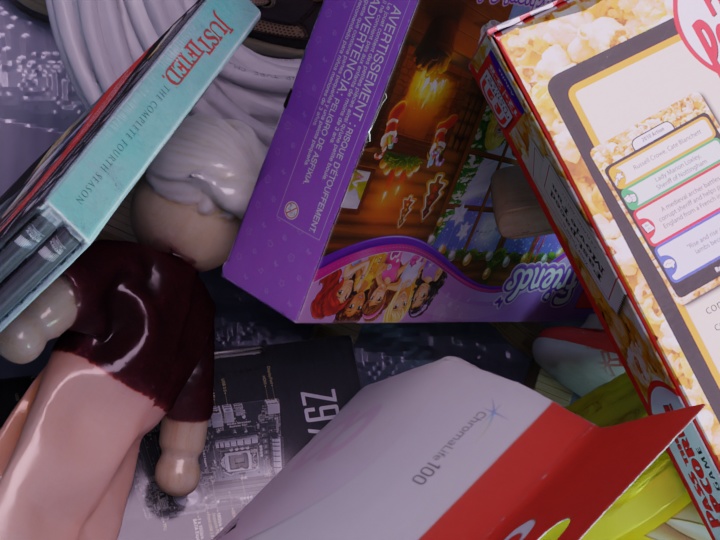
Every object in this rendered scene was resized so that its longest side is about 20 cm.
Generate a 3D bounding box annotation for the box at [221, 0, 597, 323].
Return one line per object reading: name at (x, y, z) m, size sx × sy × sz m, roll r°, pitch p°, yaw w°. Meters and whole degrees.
box at (0.049, -0.050, 0.778) m, size 0.039 × 0.137 × 0.200 m, roll 31°, pitch 18°, yaw 33°

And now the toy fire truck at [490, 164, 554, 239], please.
toy fire truck at (0.149, -0.021, 0.787) m, size 0.200 × 0.176 × 0.129 m, roll 35°, pitch 93°, yaw -17°

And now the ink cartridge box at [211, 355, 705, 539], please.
ink cartridge box at (-0.003, 0.089, 0.690) m, size 0.057 × 0.200 × 0.163 m, roll 47°, pitch 67°, yaw -2°

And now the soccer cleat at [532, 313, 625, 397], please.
soccer cleat at (0.149, 0.079, 0.842) m, size 0.200 × 0.069 × 0.085 m, roll 24°, pitch 84°, yaw -19°

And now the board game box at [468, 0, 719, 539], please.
board game box at (0.146, -0.013, 0.680) m, size 0.151 × 0.046 × 0.200 m, roll -25°, pitch 84°, yaw -8°

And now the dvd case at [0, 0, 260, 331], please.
dvd case at (-0.120, -0.001, 0.723) m, size 0.022 × 0.200 × 0.146 m, roll 44°, pitch 36°, yaw -11°

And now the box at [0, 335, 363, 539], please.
box at (-0.063, 0.131, 0.794) m, size 0.160 × 0.044 × 0.200 m, roll -7°, pitch 72°, yaw -16°

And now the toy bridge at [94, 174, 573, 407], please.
toy bridge at (0.000, 0.000, 0.867) m, size 0.200 × 0.027 × 0.067 m, roll 22°, pitch 65°, yaw -5°

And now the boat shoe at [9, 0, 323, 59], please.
boat shoe at (-0.044, -0.129, 0.879) m, size 0.200 × 0.073 × 0.075 m, roll -2°, pitch 71°, yaw -14°

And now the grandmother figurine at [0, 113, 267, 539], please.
grandmother figurine at (-0.085, 0.035, 0.738) m, size 0.060 × 0.121 × 0.200 m, roll 20°, pitch 74°, yaw 21°

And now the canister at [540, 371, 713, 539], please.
canister at (0.123, 0.139, 0.764) m, size 0.200 × 0.148 × 0.087 m, roll 51°, pitch 44°, yaw -3°

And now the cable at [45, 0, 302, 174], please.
cable at (-0.022, -0.115, 0.816) m, size 0.200 × 0.069 × 0.200 m, roll 39°, pitch 83°, yaw -21°
